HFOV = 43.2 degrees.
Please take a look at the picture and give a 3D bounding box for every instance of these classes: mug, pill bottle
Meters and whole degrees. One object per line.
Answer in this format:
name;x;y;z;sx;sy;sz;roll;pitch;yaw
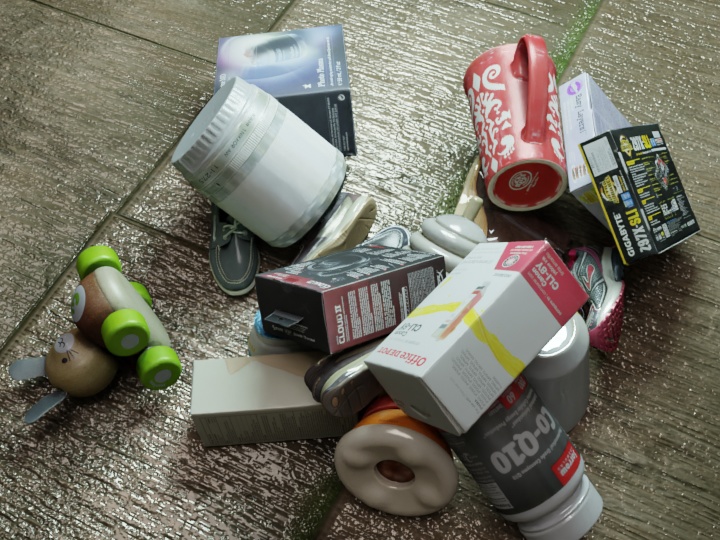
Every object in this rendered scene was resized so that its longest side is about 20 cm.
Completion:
mug;0.200;0.094;1.105;0.149;0.153;0.187;-31;59;-15
pill bottle;0.175;0.203;1.008;0.114;0.114;0.200;-39;97;-21
mug;0.207;-0.203;1.232;0.133;0.178;0.201;-13;55;17

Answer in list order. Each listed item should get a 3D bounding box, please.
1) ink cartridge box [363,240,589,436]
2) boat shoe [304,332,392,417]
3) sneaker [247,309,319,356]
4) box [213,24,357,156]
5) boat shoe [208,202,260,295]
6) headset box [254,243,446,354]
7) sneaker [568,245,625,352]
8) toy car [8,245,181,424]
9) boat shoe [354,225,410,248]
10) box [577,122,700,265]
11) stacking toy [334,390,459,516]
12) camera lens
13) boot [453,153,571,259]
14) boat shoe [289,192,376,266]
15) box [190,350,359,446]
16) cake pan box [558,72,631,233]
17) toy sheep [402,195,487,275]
ink cartridge box;0.119;0.065;0.963;0.200;0.145;0.083;-45;107;-16
boat shoe;0.019;0.098;1.059;0.199;0.075;0.073;-21;40;-39
sneaker;-0.046;0.097;1.171;0.199;0.081;0.077;11;46;-13
box;-0.113;-0.263;1.363;0.197;0.124;0.201;-7;41;0
boat shoe;-0.184;-0.058;1.289;0.072;0.062;0.201;-7;56;-1
headset box;-0.018;0.030;1.080;0.199;0.078;0.149;-18;17;-34
sneaker;0.301;0.036;1.172;0.074;0.081;0.200;3;30;14
toy car;-0.356;0.100;1.154;0.200;0.158;0.164;-33;47;-4
boat shoe;0.000;0.000;1.233;0.072;0.068;0.200;37;65;25
box;0.360;-0.103;1.158;0.200;0.049;0.160;-18;85;-54
stacking toy;0.062;0.178;1.094;0.145;0.147;0.200;11;41;11
camera lens;-0.131;-0.141;1.222;0.200;0.160;0.160;37;57;-21
boot;0.218;-0.077;1.286;0.166;0.072;0.201;22;58;4
boat shoe;-0.053;-0.033;1.263;0.065;0.072;0.200;22;62;31
box;-0.103;0.157;1.120;0.199;0.095;0.078;-4;55;0
cake pan box;0.344;-0.147;1.248;0.052;0.184;0.201;-22;50;33
toy sheep;0.113;-0.002;1.183;0.138;0.138;0.201;29;98;21
